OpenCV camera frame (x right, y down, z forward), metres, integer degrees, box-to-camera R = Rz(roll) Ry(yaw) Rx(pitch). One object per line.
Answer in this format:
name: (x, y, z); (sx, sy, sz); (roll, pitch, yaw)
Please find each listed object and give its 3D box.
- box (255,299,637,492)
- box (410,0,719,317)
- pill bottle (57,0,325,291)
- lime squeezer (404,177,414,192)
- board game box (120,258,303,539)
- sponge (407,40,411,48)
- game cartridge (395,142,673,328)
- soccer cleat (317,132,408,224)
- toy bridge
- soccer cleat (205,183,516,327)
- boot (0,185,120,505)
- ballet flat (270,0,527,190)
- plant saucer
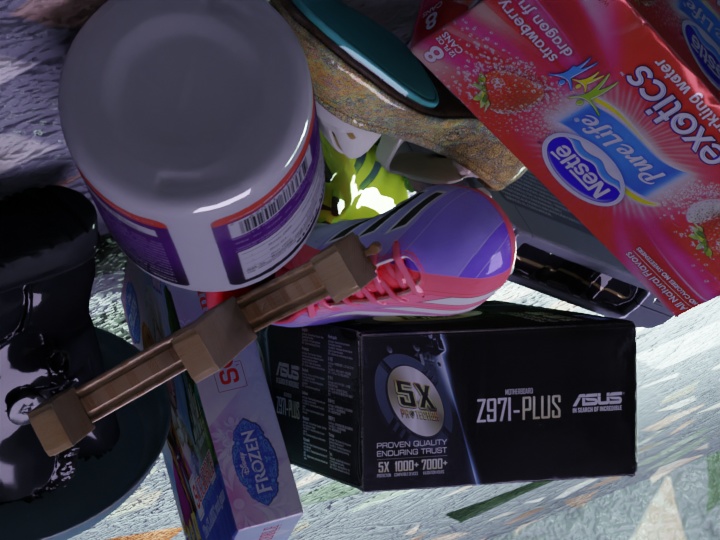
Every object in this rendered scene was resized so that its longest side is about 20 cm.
box: (0.040, 0.066, 1.356); (0.163, 0.086, 0.200); (-2, -176, -20)
box: (0.127, -0.086, 1.114); (0.100, 0.200, 0.096); (-30, -151, 33)
pill bottle: (-0.073, -0.053, 1.125); (0.111, 0.112, 0.200); (-21, 166, -4)
lime squeezer: (0.057, -0.047, 1.399); (0.038, 0.071, 0.200); (-41, 152, 19)
board game box: (-0.090, 0.072, 1.383); (0.041, 0.200, 0.200); (-13, 164, -13)
sponge: (0.129, -0.148, 1.245); (0.200, 0.030, 0.112); (-17, 165, -18)
game cartridge: (0.090, -0.041, 1.341); (0.040, 0.134, 0.200); (-42, 144, 23)
soccer cleat: (-0.014, -0.053, 1.347); (0.065, 0.084, 0.200); (15, 161, 19)
toy bridge: (-0.072, 0.033, 1.212); (0.200, 0.027, 0.067); (-28, -176, 20)
soccer cleat: (0.000, 0.000, 1.227); (0.076, 0.067, 0.200); (-23, -170, -36)
boot: (-0.218, 0.059, 1.247); (0.200, 0.076, 0.168); (-20, 131, -27)
ballet flat: (0.018, -0.079, 1.176); (0.071, 0.071, 0.200); (-31, 150, 33)
plant saucer: (-0.204, 0.098, 1.357); (0.200, 0.200, 0.027); (-18, 129, -15)
